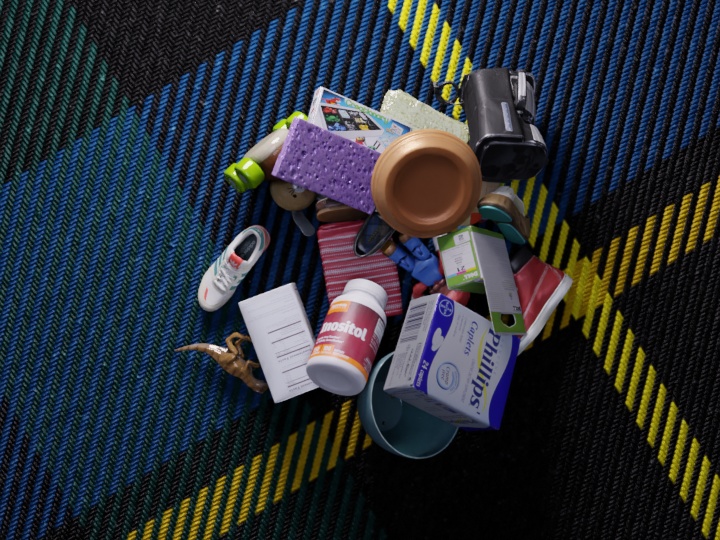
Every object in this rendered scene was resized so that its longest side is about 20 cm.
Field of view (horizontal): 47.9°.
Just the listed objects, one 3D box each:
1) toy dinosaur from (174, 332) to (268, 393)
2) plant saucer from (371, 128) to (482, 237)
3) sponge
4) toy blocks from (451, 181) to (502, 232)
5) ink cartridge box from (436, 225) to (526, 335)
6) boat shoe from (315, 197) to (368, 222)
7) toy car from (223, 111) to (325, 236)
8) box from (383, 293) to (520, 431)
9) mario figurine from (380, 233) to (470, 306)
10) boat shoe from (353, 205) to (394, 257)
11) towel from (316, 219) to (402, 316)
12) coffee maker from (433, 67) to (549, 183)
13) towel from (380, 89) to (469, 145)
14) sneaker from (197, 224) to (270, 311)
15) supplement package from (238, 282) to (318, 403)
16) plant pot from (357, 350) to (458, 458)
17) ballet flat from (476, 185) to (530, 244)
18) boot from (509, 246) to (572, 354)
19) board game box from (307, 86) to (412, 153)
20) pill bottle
[{"bbox_3d":[-0.259,0.168,1.580,0.200,0.060,0.106,32,91,1],"label":"toy dinosaur"},{"bbox_3d":[0.119,-0.148,1.433,0.199,0.037,0.201,-2,113,-4],"label":"plant saucer"},{"bbox_3d":[-0.047,-0.186,1.452,0.199,0.030,0.112,20,94,-24],"label":"sponge"},{"bbox_3d":[0.181,-0.126,1.552,0.199,0.100,0.137,-3,116,-16],"label":"toy blocks"},{"bbox_3d":[0.226,0.029,1.499,0.076,0.148,0.201,-19,75,32],"label":"ink cartridge box"},{"bbox_3d":[0.005,-0.138,1.564,0.199,0.070,0.071,-7,75,-22],"label":"boat shoe"},{"bbox_3d":[-0.127,-0.168,1.545,0.164,0.158,0.200,-45,106,-17],"label":"toy car"},{"bbox_3d":[0.168,0.169,1.462,0.200,0.105,0.185,28,66,-23],"label":"box"},{"bbox_3d":[0.132,0.000,1.563,0.200,0.123,0.106,46,55,-15],"label":"mario figurine"},{"bbox_3d":[0.052,-0.103,1.498,0.069,0.057,0.200,34,112,2],"label":"boat shoe"},{"bbox_3d":[0.000,0.000,1.580,0.144,0.022,0.201,-9,102,-1],"label":"towel"},{"bbox_3d":[0.241,-0.266,1.508,0.191,0.135,0.201,-10,49,15],"label":"coffee maker"},{"bbox_3d":[0.115,-0.252,1.591,0.199,0.036,0.149,26,91,-1],"label":"towel"},{"bbox_3d":[-0.252,-0.007,1.563,0.070,0.093,0.200,39,90,1],"label":"sneaker"},{"bbox_3d":[-0.144,0.135,1.552,0.109,0.114,0.201,-20,89,-1],"label":"supplement package"},{"bbox_3d":[0.072,0.252,1.526,0.199,0.135,0.201,8,74,-28],"label":"plant pot"},{"bbox_3d":[0.276,-0.115,1.524,0.068,0.200,0.073,9,77,36],"label":"ballet flat"},{"bbox_3d":[0.299,0.059,1.574,0.144,0.072,0.200,34,84,2],"label":"boot"},{"bbox_3d":[-0.006,-0.243,1.507,0.199,0.035,0.127,20,77,-23],"label":"board game box"},{"bbox_3d":[-0.018,0.119,1.492,0.113,0.113,0.201,20,55,0],"label":"pill bottle"}]
